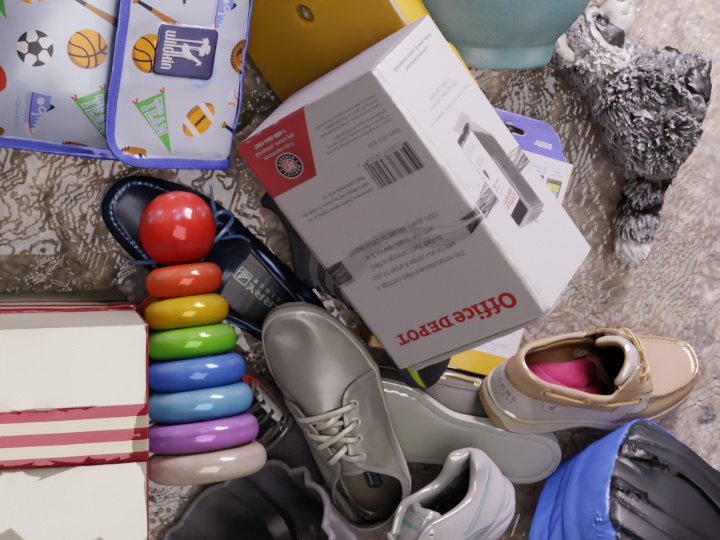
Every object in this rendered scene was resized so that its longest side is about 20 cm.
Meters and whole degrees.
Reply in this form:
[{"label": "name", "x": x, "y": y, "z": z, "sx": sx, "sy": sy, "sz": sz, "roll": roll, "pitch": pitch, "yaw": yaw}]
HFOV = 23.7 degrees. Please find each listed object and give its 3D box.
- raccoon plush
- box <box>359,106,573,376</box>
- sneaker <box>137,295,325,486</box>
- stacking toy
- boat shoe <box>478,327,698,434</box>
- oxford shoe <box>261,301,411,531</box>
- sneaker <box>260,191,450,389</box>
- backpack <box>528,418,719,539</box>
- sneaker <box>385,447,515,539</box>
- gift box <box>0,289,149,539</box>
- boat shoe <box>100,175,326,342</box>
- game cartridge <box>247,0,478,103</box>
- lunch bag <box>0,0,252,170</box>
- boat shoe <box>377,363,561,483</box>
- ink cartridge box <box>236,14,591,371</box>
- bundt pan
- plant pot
[{"label": "raccoon plush", "x": 0.183, "y": -0.109, "z": 1.307, "sx": 0.133, "sy": 0.097, "sz": 0.201, "roll": 12, "pitch": 97, "yaw": -6}, {"label": "box", "x": 0.084, "y": -0.026, "z": 1.322, "sx": 0.119, "sy": 0.041, "sz": 0.201, "roll": 15, "pitch": 93, "yaw": -14}, {"label": "sneaker", "x": -0.094, "y": 0.102, "z": 1.279, "sx": 0.200, "sy": 0.082, "sz": 0.077, "roll": 42, "pitch": 88, "yaw": -15}, {"label": "stacking toy", "x": -0.117, "y": 0.045, "z": 1.194, "sx": 0.085, "sy": 0.085, "sz": 0.201, "roll": -7, "pitch": 92, "yaw": -12}, {"label": "boat shoe", "x": 0.189, "y": 0.079, "z": 1.318, "sx": 0.199, "sy": 0.069, "sz": 0.074, "roll": -9, "pitch": 59, "yaw": -31}, {"label": "oxford shoe", "x": -0.015, "y": 0.111, "z": 1.260, "sx": 0.075, "sy": 0.058, "sz": 0.200, "roll": -16, "pitch": 116, "yaw": 17}, {"label": "sneaker", "x": 0.000, "y": 0.000, "z": 1.270, "sx": 0.074, "sy": 0.081, "sz": 0.200, "roll": -34, "pitch": 97, "yaw": -46}, {"label": "backpack", "x": 0.218, "y": 0.230, "z": 1.322, "sx": 0.200, "sy": 0.163, "sz": 0.168, "roll": 42, "pitch": 128, "yaw": -19}, {"label": "sneaker", "x": 0.036, "y": 0.213, "z": 1.264, "sx": 0.201, "sy": 0.070, "sz": 0.080, "roll": -54, "pitch": 145, "yaw": -18}, {"label": "gift box", "x": -0.248, "y": 0.118, "z": 1.196, "sx": 0.186, "sy": 0.184, "sz": 0.201, "roll": 0, "pitch": 93, "yaw": -15}, {"label": "boat shoe", "x": -0.098, "y": -0.007, "z": 1.267, "sx": 0.200, "sy": 0.069, "sz": 0.084, "roll": 29, "pitch": 92, "yaw": -15}, {"label": "game cartridge", "x": -0.004, "y": -0.149, "z": 1.217, "sx": 0.032, "sy": 0.176, "sz": 0.200, "roll": -46, "pitch": 108, "yaw": -32}, {"label": "lunch bag", "x": -0.177, "y": -0.161, "z": 1.184, "sx": 0.199, "sy": 0.124, "sz": 0.171, "roll": 8, "pitch": 101, "yaw": -3}, {"label": "boat shoe", "x": 0.058, "y": 0.109, "z": 1.327, "sx": 0.201, "sy": 0.060, "sz": 0.072, "roll": 16, "pitch": 127, "yaw": -12}, {"label": "ink cartridge box", "x": 0.037, "y": -0.048, "z": 1.162, "sx": 0.200, "sy": 0.147, "sz": 0.083, "roll": 54, "pitch": 44, "yaw": -13}, {"label": "bundt pan", "x": -0.074, "y": 0.244, "z": 1.253, "sx": 0.076, "sy": 0.202, "sz": 0.202, "roll": 40, "pitch": 89, "yaw": -33}, {"label": "plant pot", "x": 0.084, "y": -0.218, "z": 1.216, "sx": 0.199, "sy": 0.200, "sz": 0.135, "roll": 2, "pitch": 108, "yaw": -13}]
